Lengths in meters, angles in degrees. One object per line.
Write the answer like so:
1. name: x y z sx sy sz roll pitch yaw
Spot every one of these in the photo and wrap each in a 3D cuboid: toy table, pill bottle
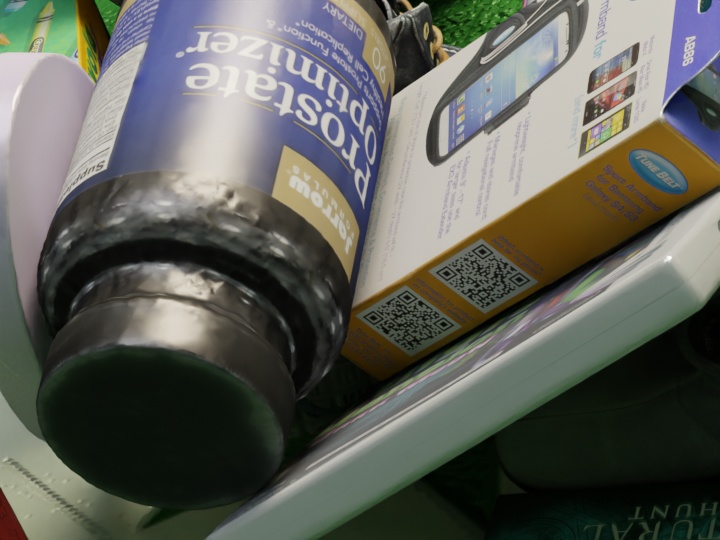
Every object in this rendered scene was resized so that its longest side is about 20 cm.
1. toy table: -0.159 -0.005 0.901 0.117 0.200 0.184 2 52 9
2. pill bottle: -0.053 -0.018 0.853 0.111 0.112 0.200 -9 43 20

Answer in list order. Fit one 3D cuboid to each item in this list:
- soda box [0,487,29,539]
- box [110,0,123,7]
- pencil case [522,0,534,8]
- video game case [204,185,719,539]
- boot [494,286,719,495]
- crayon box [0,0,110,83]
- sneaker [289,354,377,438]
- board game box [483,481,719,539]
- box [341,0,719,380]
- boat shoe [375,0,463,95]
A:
1. soda box: -0.203 0.090 0.983 0.063 0.070 0.200 -34 35 -19
2. box: -0.061 -0.220 1.151 0.200 0.166 0.164 -59 14 -5
3. pencil case: 0.107 -0.107 1.024 0.083 0.091 0.200 6 19 4
4. video game case: 0.056 0.026 0.828 0.200 0.023 0.182 -34 1 27
5. boot: 0.124 0.032 0.806 0.199 0.132 0.070 -12 73 19
6. crayon box: -0.132 -0.044 1.088 0.058 0.119 0.200 -20 33 4
7. sneaker: 0.000 0.000 0.973 0.200 0.075 0.087 -27 57 -21
8. board game box: 0.126 0.122 0.780 0.199 0.028 0.135 -7 35 23
9. box: 0.070 -0.051 0.858 0.200 0.041 0.119 -30 33 38
10. boat shoe: 0.015 -0.088 1.028 0.071 0.091 0.200 42 32 22
